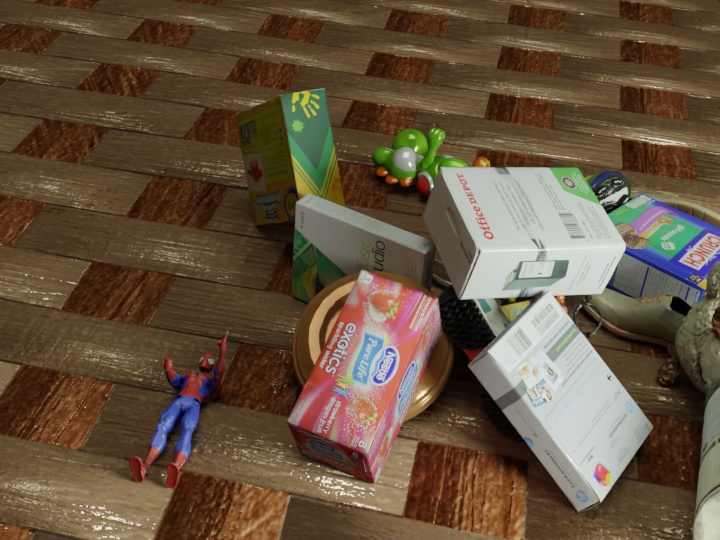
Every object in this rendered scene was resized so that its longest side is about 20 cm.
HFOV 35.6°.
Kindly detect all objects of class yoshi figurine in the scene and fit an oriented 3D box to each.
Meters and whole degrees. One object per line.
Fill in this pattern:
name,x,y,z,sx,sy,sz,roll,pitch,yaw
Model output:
yoshi figurine,0.117,-0.174,1.773,0.197,0.114,0.112,18,19,24

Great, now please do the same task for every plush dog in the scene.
plush dog,0.438,0.105,1.328,0.158,0.202,0.172,-26,6,6

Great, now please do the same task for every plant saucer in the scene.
plant saucer,0.014,0.086,1.333,0.196,0.038,0.203,-2,60,4

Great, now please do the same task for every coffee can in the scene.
coffee can,0.428,0.213,1.174,0.144,0.148,0.201,13,34,13

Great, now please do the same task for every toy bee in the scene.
toy bee,0.214,0.051,1.410,0.198,0.109,0.132,-29,78,-13

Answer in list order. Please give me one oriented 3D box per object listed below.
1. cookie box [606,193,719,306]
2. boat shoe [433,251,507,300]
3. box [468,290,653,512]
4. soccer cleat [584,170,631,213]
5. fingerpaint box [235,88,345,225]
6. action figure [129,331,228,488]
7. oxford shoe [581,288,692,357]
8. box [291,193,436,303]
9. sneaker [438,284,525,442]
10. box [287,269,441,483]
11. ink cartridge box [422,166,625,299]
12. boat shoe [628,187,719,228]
cookie box,0.435,-0.016,1.589,0.199,0.076,0.170,30,40,33
boat shoe,0.185,-0.006,1.544,0.197,0.073,0.076,13,34,13
box,0.228,0.142,1.256,0.201,0.041,0.155,51,44,2
soccer cleat,0.310,-0.095,1.687,0.197,0.066,0.084,-21,15,0
fingerpaint box,-0.100,-0.154,1.578,0.072,0.170,0.199,-12,4,-24
action figure,-0.198,0.139,1.260,0.064,0.100,0.201,10,31,6
oxford shoe,0.388,0.054,1.477,0.198,0.075,0.071,22,37,25
box,0.000,0.000,1.447,0.198,0.146,0.036,22,35,26
sneaker,0.170,0.101,1.327,0.093,0.070,0.202,-12,69,-52
box,0.009,0.116,1.241,0.098,0.096,0.202,19,65,17
ink cartridge box,0.190,-0.048,1.333,0.197,0.085,0.147,-1,45,-21
boat shoe,0.470,-0.090,1.709,0.197,0.072,0.065,19,36,22
